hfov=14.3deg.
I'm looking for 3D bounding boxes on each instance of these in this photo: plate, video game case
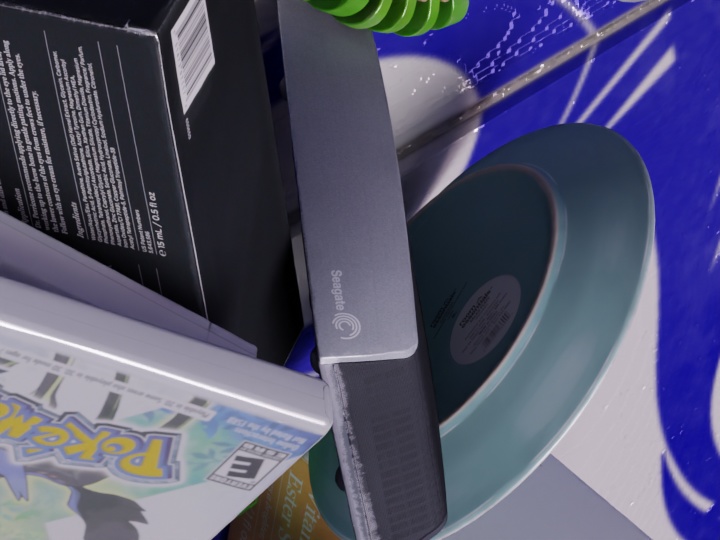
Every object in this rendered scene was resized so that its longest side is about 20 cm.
[{"bbox_3d":[0.040,0.020,1.167,0.026,0.200,0.201,35,94,-27],"label":"plate"},{"bbox_3d":[-0.139,0.064,0.942,0.199,0.022,0.182,19,137,-29],"label":"video game case"}]

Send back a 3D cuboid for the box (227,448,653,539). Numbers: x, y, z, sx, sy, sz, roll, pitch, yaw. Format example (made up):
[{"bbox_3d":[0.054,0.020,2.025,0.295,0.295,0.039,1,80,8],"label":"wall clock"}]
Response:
[{"bbox_3d":[0.038,0.158,1.259,0.106,0.200,0.153,-16,130,-36],"label":"box"}]

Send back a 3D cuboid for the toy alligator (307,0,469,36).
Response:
[{"bbox_3d":[-0.009,-0.120,1.083,0.199,0.059,0.055,4,100,-48],"label":"toy alligator"}]

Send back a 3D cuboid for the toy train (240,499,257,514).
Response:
[{"bbox_3d":[-0.060,0.027,1.185,0.056,0.042,0.201,-30,139,-40],"label":"toy train"}]

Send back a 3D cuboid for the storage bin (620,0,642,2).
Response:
[{"bbox_3d":[0.126,-0.200,1.104,0.199,0.134,0.146,-23,135,-30],"label":"storage bin"}]

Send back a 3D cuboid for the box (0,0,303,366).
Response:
[{"bbox_3d":[-0.105,-0.039,0.988,0.201,0.140,0.079,83,24,-44],"label":"box"}]

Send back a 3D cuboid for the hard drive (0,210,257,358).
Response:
[{"bbox_3d":[-0.152,0.022,0.966,0.199,0.027,0.132,28,134,-17],"label":"hard drive"}]

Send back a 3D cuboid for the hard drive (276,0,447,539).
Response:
[{"bbox_3d":[0.000,0.000,1.097,0.042,0.201,0.135,-9,134,2],"label":"hard drive"}]
